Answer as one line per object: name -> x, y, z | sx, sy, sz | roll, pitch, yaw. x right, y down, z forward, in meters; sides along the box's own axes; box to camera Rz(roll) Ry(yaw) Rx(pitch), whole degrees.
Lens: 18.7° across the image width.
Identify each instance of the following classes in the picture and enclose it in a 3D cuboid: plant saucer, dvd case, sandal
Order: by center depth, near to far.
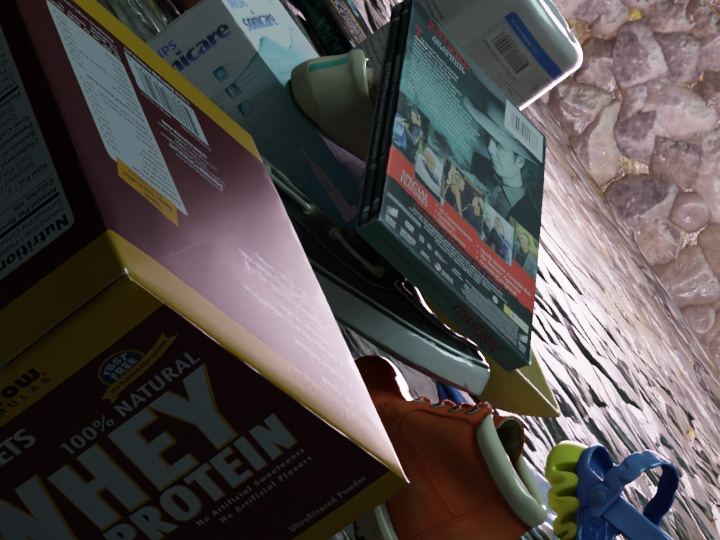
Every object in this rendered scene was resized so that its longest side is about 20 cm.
dvd case -> 0.060, -0.054, 1.324 | 0.146, 0.022, 0.200 | 42, 38, -31
sandal -> 0.178, 0.198, 1.478 | 0.079, 0.087, 0.201 | 36, 42, -50
plant saucer -> 0.060, 0.012, 1.685 | 0.200, 0.048, 0.200 | 44, 16, -38

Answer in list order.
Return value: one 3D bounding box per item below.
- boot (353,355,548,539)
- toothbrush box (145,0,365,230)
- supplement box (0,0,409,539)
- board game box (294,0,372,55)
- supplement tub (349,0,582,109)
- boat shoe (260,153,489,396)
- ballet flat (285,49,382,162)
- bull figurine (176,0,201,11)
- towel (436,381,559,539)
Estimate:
boot -> 0.045, 0.103, 1.256 | 0.075, 0.107, 0.200 | 41, 16, -37
toothbrush box -> -0.051, -0.083, 1.430 | 0.200, 0.085, 0.146 | 55, 14, -2
supplement box -> -0.113, 0.009, 0.849 | 0.197, 0.133, 0.200 | 40, 19, -50
board game box -> -0.026, -0.241, 2.071 | 0.135, 0.028, 0.200 | 35, 23, -58
supplement tub -> 0.079, -0.175, 1.890 | 0.132, 0.200, 0.132 | 51, 13, -17
boat shoe -> 0.000, 0.000, 1.296 | 0.200, 0.064, 0.071 | 35, -2, 3
ballet flat -> 0.031, -0.083, 1.390 | 0.200, 0.069, 0.070 | 35, 23, -50
bull figurine -> -0.121, -0.225, 1.598 | 0.200, 0.065, 0.121 | 52, 9, -24
towel -> 0.128, 0.173, 1.570 | 0.200, 0.024, 0.147 | 46, 14, -33
